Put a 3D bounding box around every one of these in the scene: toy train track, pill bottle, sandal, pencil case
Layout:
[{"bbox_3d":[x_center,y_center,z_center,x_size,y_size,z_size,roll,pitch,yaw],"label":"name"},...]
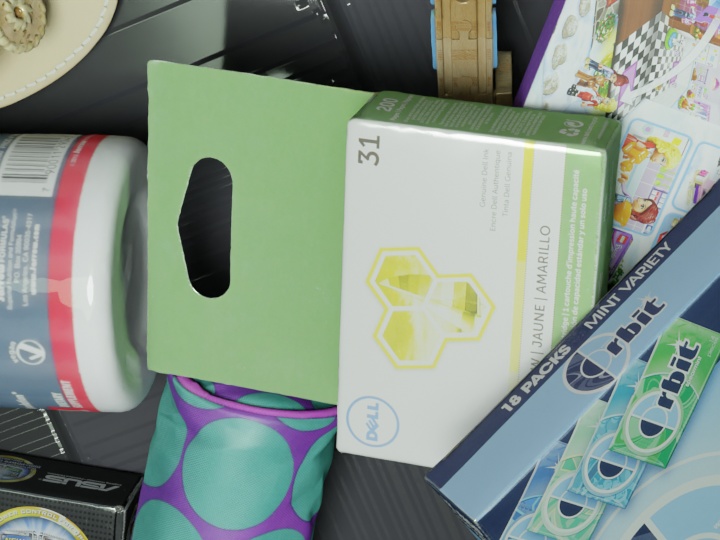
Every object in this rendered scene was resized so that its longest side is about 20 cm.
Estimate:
[{"bbox_3d":[0.043,-0.094,0.961,0.114,0.033,0.201,-1,134,3],"label":"toy train track"},{"bbox_3d":[-0.191,-0.001,1.008,0.198,0.120,0.121,2,107,9],"label":"pill bottle"},{"bbox_3d":[-0.198,-0.087,0.972,0.210,0.070,0.078,-13,113,-10],"label":"sandal"},{"bbox_3d":[-0.059,0.134,1.047,0.092,0.085,0.201,-3,113,-35],"label":"pencil case"}]

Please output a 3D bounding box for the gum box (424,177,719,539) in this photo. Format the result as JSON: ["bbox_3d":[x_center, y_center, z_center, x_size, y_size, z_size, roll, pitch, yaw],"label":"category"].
[{"bbox_3d":[0.144,0.089,0.919,0.170,0.045,0.200,-44,123,-6],"label":"gum box"}]

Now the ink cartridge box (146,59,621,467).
[{"bbox_3d":[0.000,0.000,0.930,0.198,0.048,0.147,8,113,13],"label":"ink cartridge box"}]

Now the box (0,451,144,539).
[{"bbox_3d":[-0.208,0.162,1.101,0.198,0.044,0.161,9,109,6],"label":"box"}]

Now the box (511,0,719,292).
[{"bbox_3d":[0.138,-0.076,0.915,0.136,0.039,0.201,19,119,-4],"label":"box"}]
